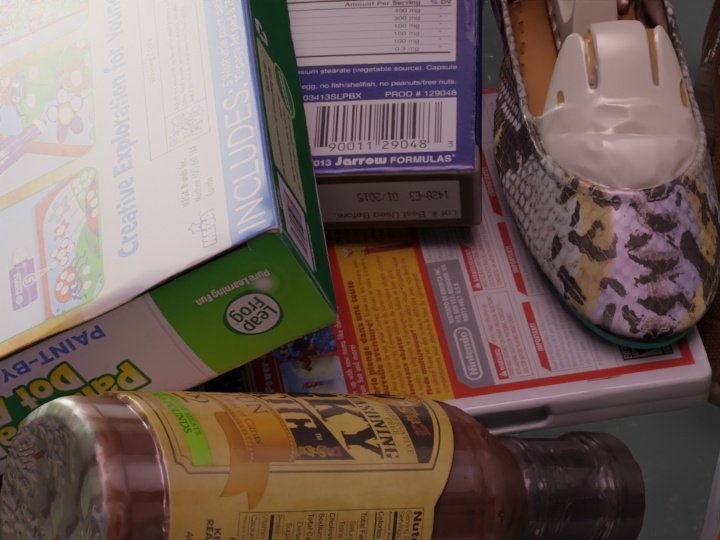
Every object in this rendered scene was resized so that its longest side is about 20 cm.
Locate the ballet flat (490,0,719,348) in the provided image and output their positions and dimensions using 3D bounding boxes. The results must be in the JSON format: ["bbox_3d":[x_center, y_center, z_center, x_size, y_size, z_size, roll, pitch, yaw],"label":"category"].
[{"bbox_3d":[0.076,-0.067,0.804,0.071,0.072,0.201,-7,47,-1],"label":"ballet flat"}]

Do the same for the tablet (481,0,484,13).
[{"bbox_3d":[-0.009,-0.143,0.920,0.129,0.014,0.201,5,50,11],"label":"tablet"}]

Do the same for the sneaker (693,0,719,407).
[{"bbox_3d":[0.134,-0.047,0.828,0.070,0.076,0.201,4,50,8],"label":"sneaker"}]

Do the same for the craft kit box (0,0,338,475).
[{"bbox_3d":[-0.110,-0.023,0.756,0.196,0.049,0.201,-22,40,11],"label":"craft kit box"}]

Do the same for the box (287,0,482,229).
[{"bbox_3d":[-0.017,-0.095,0.849,0.120,0.033,0.201,-2,49,6],"label":"box"}]

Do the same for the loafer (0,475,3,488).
[{"bbox_3d":[-0.067,0.112,0.715,0.199,0.070,0.070,26,57,25],"label":"loafer"}]

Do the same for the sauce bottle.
[{"bbox_3d":[-0.005,0.067,0.705,0.199,0.065,0.065,3,40,-38],"label":"sauce bottle"}]

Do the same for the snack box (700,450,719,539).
[{"bbox_3d":[0.123,0.064,0.635,0.037,0.202,0.116,7,16,-8],"label":"snack box"}]

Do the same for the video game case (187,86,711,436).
[{"bbox_3d":[0.000,0.000,0.800,0.198,0.018,0.144,-8,47,-7],"label":"video game case"}]
